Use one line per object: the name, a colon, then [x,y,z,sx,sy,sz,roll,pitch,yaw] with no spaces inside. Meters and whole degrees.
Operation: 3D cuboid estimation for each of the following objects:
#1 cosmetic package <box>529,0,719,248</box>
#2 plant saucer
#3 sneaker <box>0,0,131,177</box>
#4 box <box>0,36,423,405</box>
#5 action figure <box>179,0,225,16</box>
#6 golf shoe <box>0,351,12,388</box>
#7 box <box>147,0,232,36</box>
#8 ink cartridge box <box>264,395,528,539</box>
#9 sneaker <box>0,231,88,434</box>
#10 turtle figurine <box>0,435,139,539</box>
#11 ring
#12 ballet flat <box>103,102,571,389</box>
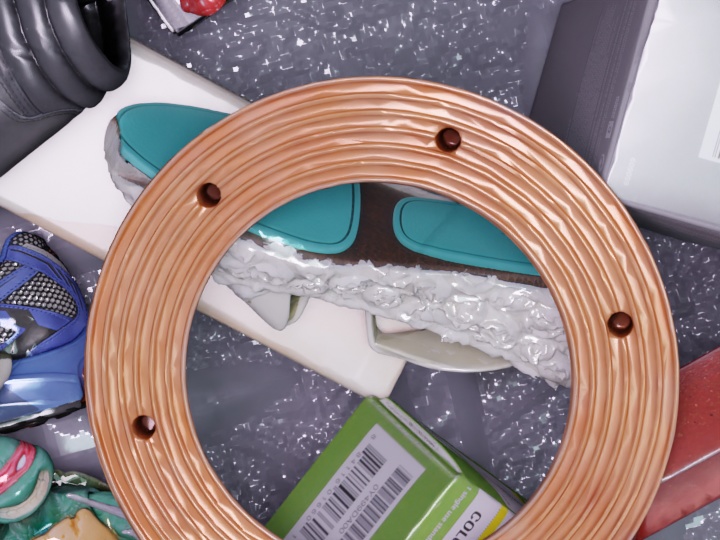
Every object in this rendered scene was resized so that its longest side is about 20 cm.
cosmetic package: [0.127,-0.053,0.951,0.107,0.200,0.090,14,94,-7]
plant saucer: [0.180,0.032,0.967,0.200,0.200,0.037,-28,78,-1]
sneaker: [-0.142,-0.129,0.910,0.099,0.071,0.200,-24,83,11]
box: [-0.063,-0.032,0.991,0.200,0.095,0.078,28,92,-4]
action figure: [-0.122,-0.183,0.954,0.065,0.099,0.200,-48,118,-2]
golf shoe: [-0.196,-0.020,0.932,0.097,0.078,0.200,-33,111,-29]
box: [-0.063,-0.216,1.003,0.160,0.044,0.200,-35,96,-1]
ink cartridge box: [0.039,0.162,0.979,0.200,0.076,0.148,37,91,-34]
sneaker: [-0.196,0.038,1.005,0.199,0.075,0.079,-14,86,-11]
turtle figurine: [-0.100,0.128,0.997,0.150,0.101,0.200,-33,110,11]
ring: [0.006,0.035,0.871,0.200,0.019,0.201,1,99,7]
ballet flat: [0.000,0.000,0.922,0.199,0.072,0.072,16,93,-3]
